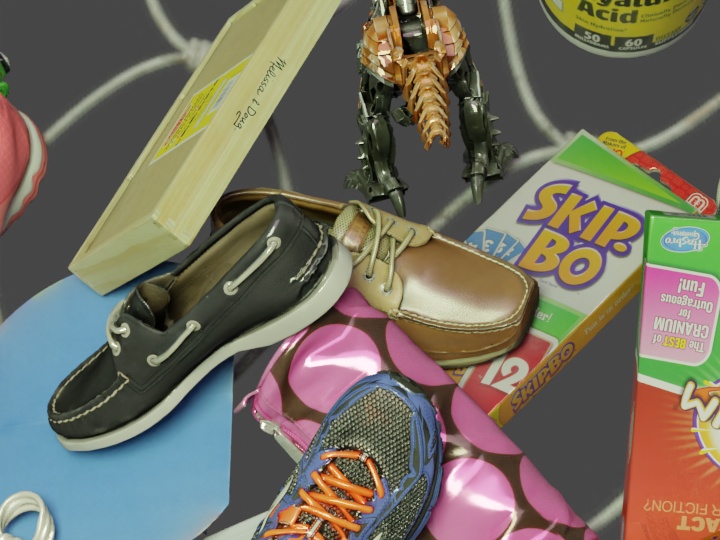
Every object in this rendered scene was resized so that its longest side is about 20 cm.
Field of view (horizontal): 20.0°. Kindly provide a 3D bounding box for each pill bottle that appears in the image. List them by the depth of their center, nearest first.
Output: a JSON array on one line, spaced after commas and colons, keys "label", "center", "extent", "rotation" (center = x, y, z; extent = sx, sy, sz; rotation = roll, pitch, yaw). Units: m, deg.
[{"label": "pill bottle", "center": [0.157, -0.213, 1.175], "extent": [0.110, 0.200, 0.112], "rotation": [-1, 69, 3]}]

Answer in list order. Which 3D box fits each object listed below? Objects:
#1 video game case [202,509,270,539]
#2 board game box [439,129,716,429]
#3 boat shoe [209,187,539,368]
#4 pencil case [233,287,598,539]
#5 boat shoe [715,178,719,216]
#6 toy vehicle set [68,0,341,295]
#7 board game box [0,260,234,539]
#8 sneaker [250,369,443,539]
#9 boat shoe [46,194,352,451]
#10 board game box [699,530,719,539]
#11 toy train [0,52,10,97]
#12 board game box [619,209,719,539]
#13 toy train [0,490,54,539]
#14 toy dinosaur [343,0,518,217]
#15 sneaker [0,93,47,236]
[{"label": "video game case", "center": [0.033, 0.202, 1.108], "extent": [0.181, 0.023, 0.201], "rotation": [-21, 69, -16]}, {"label": "board game box", "center": [0.107, 0.001, 1.180], "extent": [0.200, 0.030, 0.095], "rotation": [-42, 56, -14]}, {"label": "boat shoe", "center": [0.000, 0.000, 1.151], "extent": [0.198, 0.074, 0.076], "rotation": [11, 62, 21]}, {"label": "pencil case", "center": [0.030, 0.108, 1.091], "extent": [0.200, 0.091, 0.094], "rotation": [43, 57, 11]}, {"label": "boat shoe", "center": [0.238, 0.017, 1.157], "extent": [0.074, 0.066, 0.201], "rotation": [3, 70, 2]}, {"label": "toy vehicle set", "center": [-0.085, -0.084, 1.167], "extent": [0.026, 0.124, 0.201], "rotation": [38, 63, -16]}, {"label": "board game box", "center": [-0.140, 0.090, 1.158], "extent": [0.157, 0.039, 0.202], "rotation": [-9, 56, 14]}, {"label": "sneaker", "center": [-0.022, 0.142, 1.027], "extent": [0.075, 0.078, 0.201], "rotation": [30, 100, 12]}, {"label": "boat shoe", "center": [-0.098, 0.028, 1.089], "extent": [0.199, 0.060, 0.074], "rotation": [-30, 35, 23]}, {"label": "board game box", "center": [0.230, 0.228, 0.979], "extent": [0.198, 0.200, 0.201], "rotation": [-23, 91, -6]}, {"label": "toy train", "center": [-0.298, -0.080, 1.227], "extent": [0.199, 0.056, 0.042], "rotation": [-34, 71, -10]}, {"label": "board game box", "center": [0.222, 0.073, 1.107], "extent": [0.151, 0.040, 0.202], "rotation": [4, 96, 5]}, {"label": "toy train", "center": [-0.268, 0.167, 1.109], "extent": [0.198, 0.056, 0.152], "rotation": [2, 78, 24]}, {"label": "toy dinosaur", "center": [0.028, -0.110, 1.174], "extent": [0.101, 0.137, 0.200], "rotation": [0, 27, 19]}, {"label": "sneaker", "center": [-0.246, -0.017, 1.185], "extent": [0.073, 0.087, 0.202], "rotation": [13, 71, 9]}]
